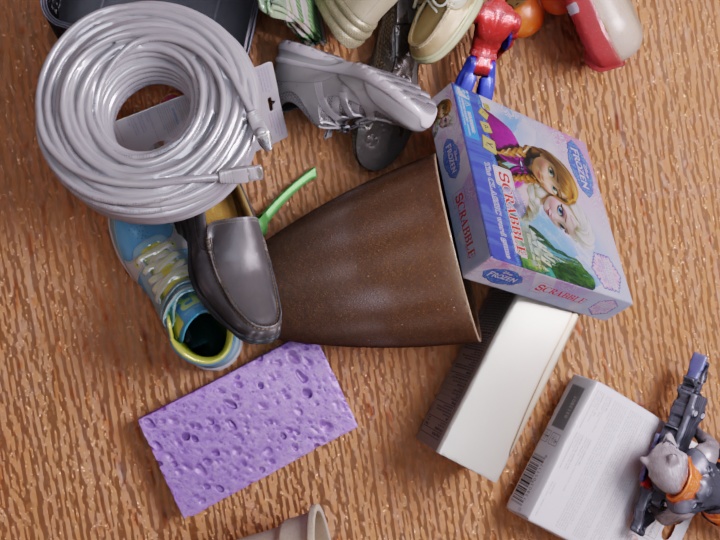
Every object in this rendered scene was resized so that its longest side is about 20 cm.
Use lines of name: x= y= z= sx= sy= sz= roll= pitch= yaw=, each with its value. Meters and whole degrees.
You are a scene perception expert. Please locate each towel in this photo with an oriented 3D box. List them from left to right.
towel: x=-0.076 y=-0.300 z=1.007 sx=0.023 sy=0.200 sz=0.153 roll=-11 pitch=90 yaw=11

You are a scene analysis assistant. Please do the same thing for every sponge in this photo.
sponge: x=-0.113 y=0.155 z=1.075 sx=0.199 sy=0.030 sz=0.112 roll=-27 pitch=93 yaw=-8

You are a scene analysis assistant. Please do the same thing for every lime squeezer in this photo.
lime squeezer: x=-0.134 y=-0.060 z=1.061 sx=0.199 sy=0.038 sz=0.071 roll=-7 pitch=108 yaw=-21

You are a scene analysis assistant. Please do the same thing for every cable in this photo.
cable: x=-0.186 y=-0.141 z=0.941 sx=0.199 sy=0.069 sz=0.201 roll=-16 pitch=77 yaw=-1

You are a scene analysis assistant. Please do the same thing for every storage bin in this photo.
storage bin: x=-0.198 y=-0.273 z=1.038 sx=0.199 sy=0.094 sz=0.136 roll=13 pitch=87 yaw=-7

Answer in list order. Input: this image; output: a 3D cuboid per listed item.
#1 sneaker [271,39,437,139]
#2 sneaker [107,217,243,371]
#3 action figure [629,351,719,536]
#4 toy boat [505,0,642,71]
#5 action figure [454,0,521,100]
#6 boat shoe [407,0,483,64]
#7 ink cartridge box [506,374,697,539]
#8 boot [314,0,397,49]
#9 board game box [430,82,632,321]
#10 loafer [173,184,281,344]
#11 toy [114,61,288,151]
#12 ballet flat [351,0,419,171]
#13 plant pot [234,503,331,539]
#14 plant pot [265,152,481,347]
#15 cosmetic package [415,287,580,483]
sneaker: x=-0.009 y=-0.165 z=1.045 sx=0.075 sy=0.200 sz=0.082 roll=4 pitch=107 yaw=-51
sneaker: x=-0.177 y=0.008 z=1.017 sx=0.079 sy=0.131 sz=0.200 roll=-36 pitch=93 yaw=-7
action figure: x=0.369 y=0.195 z=1.094 sx=0.193 sy=0.104 sz=0.201 roll=12 pitch=95 yaw=-34
toy boat: x=0.202 y=-0.289 z=1.100 sx=0.130 sy=0.130 sz=0.201 roll=-24 pitch=93 yaw=21
action figure: x=0.118 y=-0.211 z=1.107 sx=0.065 sy=0.099 sz=0.201 roll=11 pitch=109 yaw=-11
boat shoe: x=0.093 y=-0.303 z=1.044 sx=0.063 sy=0.073 sz=0.201 roll=27 pitch=92 yaw=-35
ink cartridge box: x=0.273 y=0.227 z=1.135 sx=0.200 sy=0.057 sz=0.163 roll=31 pitch=84 yaw=-28
boot: x=0.018 y=-0.323 z=1.068 sx=0.073 sy=0.200 sz=0.155 roll=27 pitch=123 yaw=-28
board game box: x=0.165 y=-0.065 z=1.027 sx=0.199 sy=0.041 sz=0.201 roll=15 pitch=53 yaw=-37
loafer: x=-0.121 y=-0.025 z=0.967 sx=0.073 sy=0.072 sz=0.200 roll=-9 pitch=57 yaw=-37
toy: x=-0.178 y=-0.143 z=1.044 sx=0.199 sy=0.115 sz=0.047 roll=-26 pitch=61 yaw=-10
ballet flat: x=0.029 y=-0.203 z=1.101 sx=0.067 sy=0.046 sz=0.201 roll=10 pitch=93 yaw=-30
plant pot: x=-0.116 y=0.337 z=1.003 sx=0.183 sy=0.200 sz=0.201 roll=-10 pitch=90 yaw=2
plant pot: x=0.000 y=0.000 z=1.032 sx=0.199 sy=0.187 sz=0.188 roll=-13 pitch=91 yaw=8
cosmetic package: x=0.140 y=0.104 z=1.078 sx=0.073 sy=0.104 sz=0.201 roll=27 pitch=86 yaw=-8
